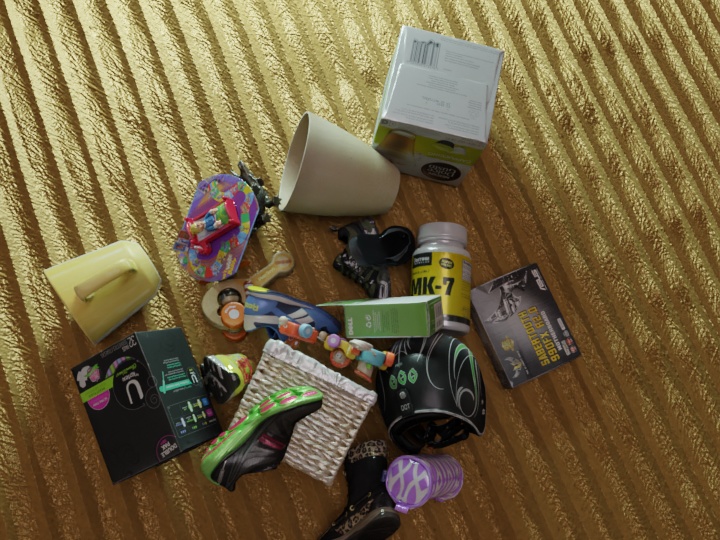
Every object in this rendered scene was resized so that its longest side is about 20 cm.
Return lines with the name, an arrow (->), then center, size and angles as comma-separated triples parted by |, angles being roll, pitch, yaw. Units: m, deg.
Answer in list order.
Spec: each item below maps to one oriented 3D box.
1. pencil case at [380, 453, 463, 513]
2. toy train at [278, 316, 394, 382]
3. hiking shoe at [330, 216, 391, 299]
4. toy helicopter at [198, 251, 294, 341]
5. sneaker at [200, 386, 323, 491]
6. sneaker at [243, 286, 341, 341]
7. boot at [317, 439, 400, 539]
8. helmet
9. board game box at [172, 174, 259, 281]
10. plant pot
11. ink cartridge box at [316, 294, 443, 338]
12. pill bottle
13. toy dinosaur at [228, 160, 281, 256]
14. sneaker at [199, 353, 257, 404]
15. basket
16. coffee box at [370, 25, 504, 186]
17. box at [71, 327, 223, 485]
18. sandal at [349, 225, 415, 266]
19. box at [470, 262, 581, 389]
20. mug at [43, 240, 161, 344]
pencil case -> 0.111, 0.350, 0.984 | 0.084, 0.200, 0.086 | 1, 77, 28
toy train -> -0.044, 0.131, 0.962 | 0.199, 0.150, 0.056 | 12, 79, 42
hiking shoe -> 0.000, 0.000, 1.127 | 0.100, 0.076, 0.201 | -12, 69, -1
toy helicopter -> -0.209, 0.026, 1.099 | 0.200, 0.079, 0.132 | -39, 75, -25
sneaker -> -0.134, 0.241, 0.859 | 0.200, 0.077, 0.084 | -36, 102, -4
sneaker -> -0.124, 0.090, 1.056 | 0.199, 0.074, 0.083 | 21, 81, -33
boot -> -0.011, 0.394, 1.007 | 0.073, 0.200, 0.151 | 24, 37, -24
helmet -> 0.120, 0.199, 1.017 | 0.199, 0.201, 0.191 | 7, 46, -5
board game box -> -0.272, -0.081, 1.069 | 0.157, 0.039, 0.201 | 21, 92, 27
plant pot -> -0.033, -0.179, 1.119 | 0.199, 0.187, 0.188 | 14, 74, -19
ink cartridge box -> 0.035, 0.080, 1.017 | 0.199, 0.104, 0.060 | -3, 92, 21
pill bottle -> 0.151, 0.019, 1.111 | 0.114, 0.114, 0.201 | 5, 75, -6
toy dinosaur -> -0.207, -0.106, 1.117 | 0.077, 0.102, 0.201 | 10, 85, -29
sneaker -> -0.214, 0.170, 0.992 | 0.090, 0.200, 0.079 | -13, 90, -22
basket -> -0.100, 0.232, 0.986 | 0.199, 0.198, 0.161 | 28, 77, 0
coffee box -> 0.138, -0.309, 1.146 | 0.199, 0.198, 0.201 | 13, 73, -4
box -> -0.348, 0.216, 0.970 | 0.148, 0.124, 0.201 | -28, 81, 16
sandal -> 0.055, -0.044, 1.086 | 0.200, 0.043, 0.076 | -20, 83, -57
box -> 0.309, 0.105, 1.143 | 0.158, 0.048, 0.201 | -21, 79, -12
mug -> -0.426, 0.031, 1.016 | 0.153, 0.186, 0.150 | -34, 126, -22
